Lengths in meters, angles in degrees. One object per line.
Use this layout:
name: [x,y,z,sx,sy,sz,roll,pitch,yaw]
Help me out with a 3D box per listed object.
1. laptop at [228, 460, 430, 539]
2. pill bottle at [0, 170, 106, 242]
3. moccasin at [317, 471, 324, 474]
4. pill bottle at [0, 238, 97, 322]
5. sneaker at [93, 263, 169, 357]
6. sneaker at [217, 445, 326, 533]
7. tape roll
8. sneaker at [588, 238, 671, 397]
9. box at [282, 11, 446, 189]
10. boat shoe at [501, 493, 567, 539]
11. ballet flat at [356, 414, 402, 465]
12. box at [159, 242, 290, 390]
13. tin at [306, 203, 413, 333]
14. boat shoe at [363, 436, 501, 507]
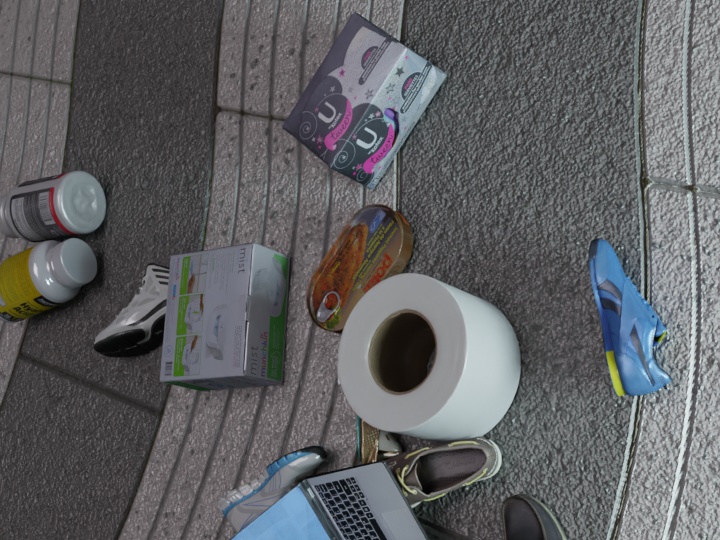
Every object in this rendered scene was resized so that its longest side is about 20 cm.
laptop: [-0.027,0.365,1.530,0.199,0.116,0.188,-18,111,31]
pill bottle: [-0.555,-0.109,2.131,0.199,0.110,0.112,-7,73,36]
moccasin: [-0.055,0.376,1.632,0.073,0.078,0.203,8,82,38]
pill bottle: [-0.556,0.012,2.096,0.199,0.111,0.112,-21,65,32]
sneaker: [-0.351,0.061,1.964,0.199,0.076,0.116,-25,54,21]
sneaker: [-0.111,0.321,1.706,0.200,0.075,0.087,-40,67,28]
tape roll: [0.089,0.116,1.558,0.201,0.139,0.205,-11,71,35]
sneaker: [0.325,0.052,1.451,0.078,0.066,0.202,-17,67,20]
box: [0.005,-0.244,1.742,0.132,0.114,0.201,41,103,38]
boat shoe: [0.212,0.360,1.437,0.074,0.073,0.201,-33,60,25]
ballet flat: [0.025,0.265,1.624,0.065,0.071,0.202,-1,78,10]
box: [-0.205,0.072,1.822,0.175,0.096,0.202,-8,72,35]
tin: [0.000,0.000,1.725,0.201,0.042,0.112,-55,48,11]
boat shoe: [0.081,0.261,1.540,0.199,0.059,0.072,-18,76,13]
